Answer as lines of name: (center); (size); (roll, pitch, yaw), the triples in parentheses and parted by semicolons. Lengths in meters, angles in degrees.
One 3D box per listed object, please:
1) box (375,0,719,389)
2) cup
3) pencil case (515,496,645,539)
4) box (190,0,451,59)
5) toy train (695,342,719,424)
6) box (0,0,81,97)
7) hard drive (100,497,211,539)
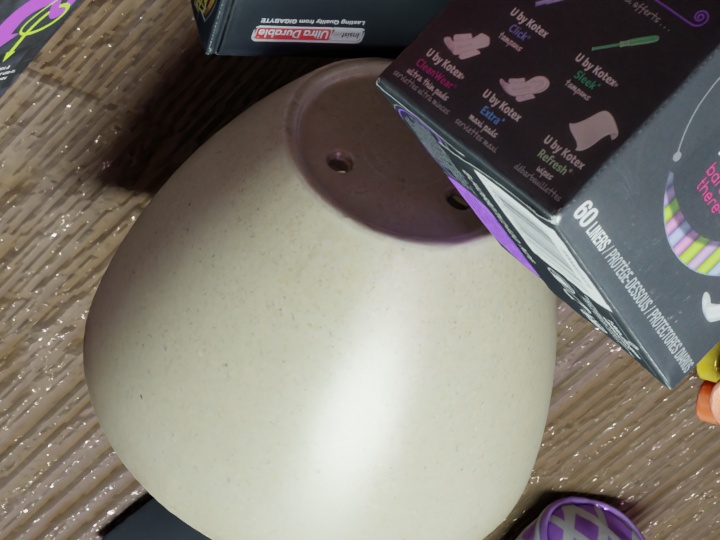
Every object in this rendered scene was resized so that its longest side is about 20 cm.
box: (0.125, -0.082, 0.896); (0.200, 0.106, 0.122); (-46, 139, -4)
cup: (0.000, 0.000, 1.030); (0.199, 0.201, 0.144); (0, 139, -22)
pencil case: (0.089, 0.212, 1.419); (0.083, 0.086, 0.201); (5, 136, -29)
box: (0.046, -0.152, 0.990); (0.198, 0.046, 0.159); (0, 138, -22)
toy train: (0.247, 0.051, 1.242); (0.200, 0.150, 0.056); (-44, 175, 34)
box: (-0.178, -0.077, 0.951); (0.200, 0.036, 0.143); (-44, 167, 30)
hard drive: (-0.020, 0.122, 1.299); (0.199, 0.043, 0.135); (-34, 139, 19)
